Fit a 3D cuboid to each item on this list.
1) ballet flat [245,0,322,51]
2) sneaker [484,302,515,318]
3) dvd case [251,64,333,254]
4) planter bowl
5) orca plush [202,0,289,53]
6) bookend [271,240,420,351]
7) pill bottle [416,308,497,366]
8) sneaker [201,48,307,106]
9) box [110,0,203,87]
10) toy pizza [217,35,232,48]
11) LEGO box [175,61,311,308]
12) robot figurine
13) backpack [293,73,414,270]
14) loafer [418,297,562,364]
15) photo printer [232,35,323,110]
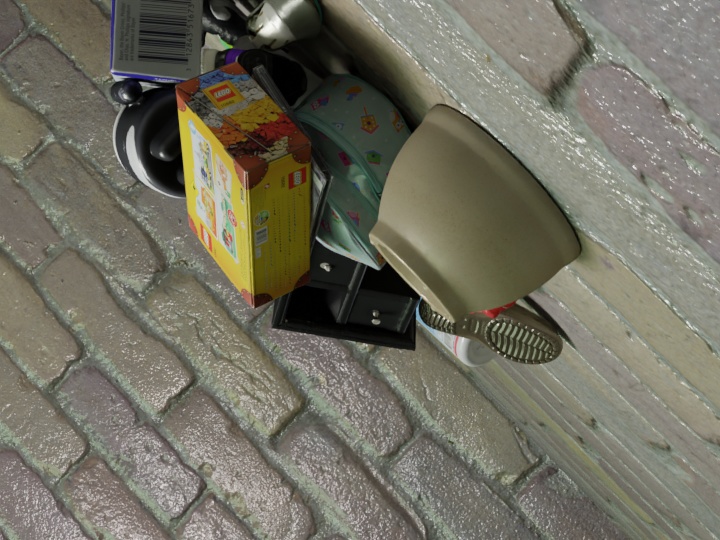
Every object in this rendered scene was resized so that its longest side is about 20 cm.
[{"bbox_3d":[-0.087,-0.263,1.202,0.067,0.064,0.200,47,176,-13],"label":"ballet flat"},{"bbox_3d":[0.141,0.011,1.423,0.077,0.085,0.200,47,176,-16],"label":"sneaker"},{"bbox_3d":[-0.087,-0.100,1.201,0.150,0.016,0.201,58,155,20],"label":"dvd case"},{"bbox_3d":[0.093,-0.038,1.072,0.200,0.135,0.200,45,175,5],"label":"planter bowl"},{"bbox_3d":[-0.190,-0.323,1.486,0.199,0.071,0.105,34,-164,-12],"label":"orca plush"},{"bbox_3d":[0.000,0.000,1.425,0.197,0.093,0.200,10,144,-9],"label":"bookend"},{"bbox_3d":[0.134,0.046,1.688,0.200,0.109,0.109,43,176,38],"label":"pill bottle"},{"bbox_3d":[-0.103,-0.199,1.257,0.200,0.098,0.071,22,-116,-77],"label":"sneaker"},{"bbox_3d":[-0.239,-0.313,1.320,0.103,0.187,0.200,3,-175,-11],"label":"box"},{"bbox_3d":[-0.176,-0.337,1.642,0.200,0.032,0.200,46,176,4],"label":"toy pizza"},{"bbox_3d":[-0.120,-0.086,1.168,0.149,0.076,0.201,49,152,33],"label":"LEGO box"},{"bbox_3d":[-0.219,-0.154,1.316,0.200,0.123,0.153,-157,59,-63],"label":"robot figurine"},{"bbox_3d":[-0.004,-0.110,1.242,0.175,0.153,0.201,26,148,56],"label":"backpack"},{"bbox_3d":[0.178,0.061,1.491,0.198,0.069,0.076,21,133,5],"label":"loafer"},{"bbox_3d":[-0.088,-0.215,1.439,0.199,0.070,0.166,36,172,4],"label":"photo printer"}]
